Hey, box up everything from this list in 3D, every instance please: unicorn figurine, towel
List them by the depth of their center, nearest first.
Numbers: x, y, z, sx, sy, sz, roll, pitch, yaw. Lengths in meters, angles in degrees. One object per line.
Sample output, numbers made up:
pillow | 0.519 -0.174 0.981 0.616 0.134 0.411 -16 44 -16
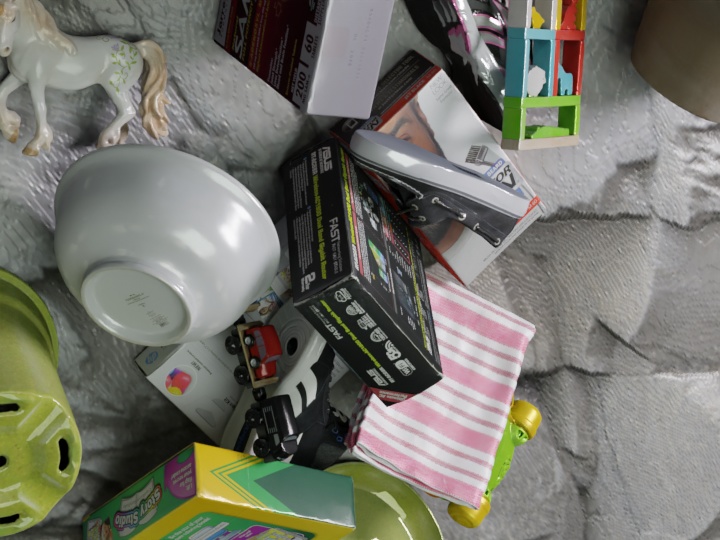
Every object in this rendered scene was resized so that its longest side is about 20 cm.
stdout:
unicorn figurine | -0.244 -0.161 1.401 0.200 0.074 0.138 -8 117 -44
towel | 0.079 0.107 1.622 0.146 0.030 0.201 26 68 -15

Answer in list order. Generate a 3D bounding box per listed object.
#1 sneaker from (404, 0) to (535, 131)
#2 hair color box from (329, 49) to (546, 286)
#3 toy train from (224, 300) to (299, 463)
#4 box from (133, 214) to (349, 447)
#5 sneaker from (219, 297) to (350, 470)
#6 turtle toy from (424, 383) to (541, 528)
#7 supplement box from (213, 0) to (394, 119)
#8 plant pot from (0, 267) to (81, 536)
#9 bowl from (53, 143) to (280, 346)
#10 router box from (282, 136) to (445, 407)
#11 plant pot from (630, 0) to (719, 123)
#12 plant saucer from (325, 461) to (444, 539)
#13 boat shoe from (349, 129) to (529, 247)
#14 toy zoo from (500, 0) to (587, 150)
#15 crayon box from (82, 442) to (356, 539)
sneaker | 0.108 -0.226 1.564 0.086 0.080 0.200 -45 135 -17
hair color box | 0.075 -0.093 1.605 0.111 0.064 0.200 -44 125 -3
toy train | -0.092 0.070 1.519 0.034 0.046 0.201 -7 80 -54
box | -0.087 0.067 1.606 0.200 0.041 0.156 -45 125 -4
sneaker | -0.044 0.109 1.587 0.112 0.073 0.200 14 113 -36
turtle toy | 0.082 0.149 1.699 0.146 0.101 0.200 -55 127 -25
supplement box | -0.050 -0.205 1.398 0.061 0.200 0.109 2 112 -28
plant pot | -0.317 0.118 1.415 0.200 0.184 0.201 -12 118 -24
bowl | -0.173 -0.002 1.427 0.200 0.091 0.201 10 138 9
router box | 0.000 0.000 1.519 0.062 0.200 0.150 -28 127 16
plant pot | 0.350 -0.240 1.624 0.200 0.200 0.174 13 121 -33
plant saucer | 0.002 0.290 1.705 0.200 0.031 0.201 17 60 -32
boat shoe | 0.064 -0.067 1.537 0.200 0.070 0.066 18 104 -40
toy zoo | 0.169 -0.212 1.569 0.131 0.020 0.201 -10 105 -59
crayon box | -0.132 0.232 1.582 0.172 0.058 0.200 18 143 -33
